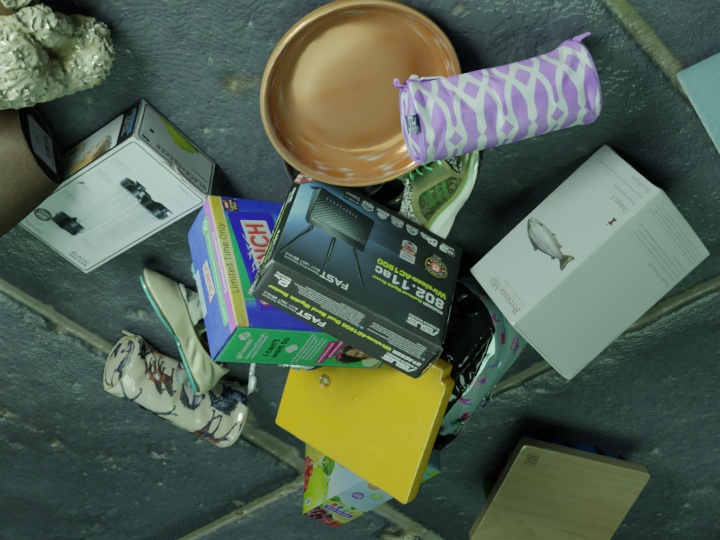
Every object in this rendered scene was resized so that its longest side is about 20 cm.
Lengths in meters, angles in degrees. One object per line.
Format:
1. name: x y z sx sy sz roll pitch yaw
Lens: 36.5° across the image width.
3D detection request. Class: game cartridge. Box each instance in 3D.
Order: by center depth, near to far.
1. game cartridge: 0.003 0.147 1.269 0.199 0.032 0.178 27 113 25

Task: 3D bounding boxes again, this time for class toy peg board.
1. toy peg board: 0.279 0.313 1.589 0.198 0.098 0.200 14 121 -13

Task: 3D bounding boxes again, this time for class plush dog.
1. plush dog: -0.336 -0.236 0.984 0.198 0.161 0.173 1 115 3

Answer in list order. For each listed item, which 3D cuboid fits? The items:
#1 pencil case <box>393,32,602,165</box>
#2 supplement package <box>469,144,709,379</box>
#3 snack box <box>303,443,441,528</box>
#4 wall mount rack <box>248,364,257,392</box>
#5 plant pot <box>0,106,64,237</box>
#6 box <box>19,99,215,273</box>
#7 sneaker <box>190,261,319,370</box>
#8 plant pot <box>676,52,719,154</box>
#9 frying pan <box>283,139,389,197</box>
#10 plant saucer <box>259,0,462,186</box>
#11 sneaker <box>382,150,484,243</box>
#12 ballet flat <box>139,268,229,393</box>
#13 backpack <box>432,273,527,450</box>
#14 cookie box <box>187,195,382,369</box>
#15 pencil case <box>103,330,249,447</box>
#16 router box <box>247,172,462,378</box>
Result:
1. pencil case: 0.128 -0.161 1.034 0.198 0.086 0.084 -14 -178 -9
2. supplement package: 0.238 -0.009 1.149 0.200 0.117 0.117 -44 125 8
3. snack box: 0.012 0.217 1.423 0.067 0.170 0.199 31 130 -32
4. wall mount rack: -0.067 0.071 1.345 0.198 0.075 0.175 8 107 -7
5. plant pot: -0.415 -0.095 1.122 0.198 0.188 0.188 -21 134 5
6. box: -0.268 -0.087 1.188 0.199 0.061 0.117 -27 130 29
7. sneaker: -0.106 0.030 1.243 0.200 0.078 0.087 42 118 9
8. plant pot: 0.449 -0.126 1.018 0.199 0.197 0.196 -33 128 20
9. frying pan: -0.033 -0.150 1.126 0.114 0.031 0.191 -10 125 10
10. plant saucer: 0.000 -0.175 1.065 0.198 0.038 0.202 -5 128 -6
11. sneaker: 0.074 -0.102 1.147 0.088 0.077 0.201 19 134 -5
12. ballet flat: -0.211 0.067 1.354 0.069 0.070 0.201 -8 130 12
13. backpack: 0.102 0.091 1.285 0.126 0.167 0.201 -13 144 -54
14. cookie box: -0.070 0.014 1.167 0.198 0.172 0.075 4 141 -29
15. pencil case: -0.242 0.155 1.441 0.199 0.090 0.078 31 159 -27
16. router box: 0.000 0.000 1.122 0.199 0.151 0.062 27 135 -11
